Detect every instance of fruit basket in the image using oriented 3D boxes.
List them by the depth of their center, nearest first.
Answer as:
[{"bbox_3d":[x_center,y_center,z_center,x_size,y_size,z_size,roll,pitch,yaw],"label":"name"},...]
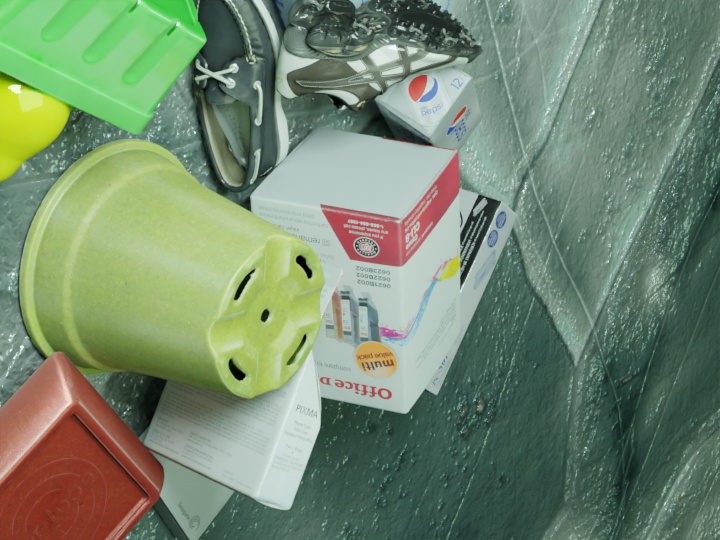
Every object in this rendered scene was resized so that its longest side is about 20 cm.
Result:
[{"bbox_3d":[-0.238,-0.162,1.248,0.214,0.156,0.216,-17,153,-9],"label":"fruit basket"}]

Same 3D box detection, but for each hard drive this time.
[{"bbox_3d":[-0.125,0.137,1.602,0.200,0.027,0.132,-52,140,-24],"label":"hard drive"}]

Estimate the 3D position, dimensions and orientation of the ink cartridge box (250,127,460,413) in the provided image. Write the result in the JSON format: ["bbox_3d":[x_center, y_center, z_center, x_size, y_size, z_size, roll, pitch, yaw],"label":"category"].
[{"bbox_3d":[0.000,0.000,1.558,0.145,0.145,0.201,-52,146,-51],"label":"ink cartridge box"}]

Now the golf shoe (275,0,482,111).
[{"bbox_3d":[0.010,-0.182,1.472,0.199,0.078,0.095,-1,135,-37],"label":"golf shoe"}]

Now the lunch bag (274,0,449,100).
[{"bbox_3d":[-0.003,-0.263,1.532,0.161,0.082,0.200,-52,141,-23],"label":"lunch bag"}]

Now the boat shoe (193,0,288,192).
[{"bbox_3d":[-0.105,-0.153,1.452,0.060,0.075,0.201,-49,139,-36],"label":"boat shoe"}]

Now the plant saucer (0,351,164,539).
[{"bbox_3d":[-0.257,0.196,1.418,0.200,0.037,0.200,-48,141,-15],"label":"plant saucer"}]

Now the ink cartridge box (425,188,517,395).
[{"bbox_3d":[0.073,0.015,1.754,0.044,0.094,0.201,35,77,-54],"label":"ink cartridge box"}]

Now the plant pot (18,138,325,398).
[{"bbox_3d":[-0.136,0.014,1.394,0.200,0.184,0.201,-28,127,-44],"label":"plant pot"}]

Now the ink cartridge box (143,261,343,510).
[{"bbox_3d":[-0.088,0.082,1.472,0.047,0.160,0.201,26,84,-43],"label":"ink cartridge box"}]

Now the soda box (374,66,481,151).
[{"bbox_3d":[0.065,-0.149,1.615,0.068,0.063,0.200,-55,171,0],"label":"soda box"}]
